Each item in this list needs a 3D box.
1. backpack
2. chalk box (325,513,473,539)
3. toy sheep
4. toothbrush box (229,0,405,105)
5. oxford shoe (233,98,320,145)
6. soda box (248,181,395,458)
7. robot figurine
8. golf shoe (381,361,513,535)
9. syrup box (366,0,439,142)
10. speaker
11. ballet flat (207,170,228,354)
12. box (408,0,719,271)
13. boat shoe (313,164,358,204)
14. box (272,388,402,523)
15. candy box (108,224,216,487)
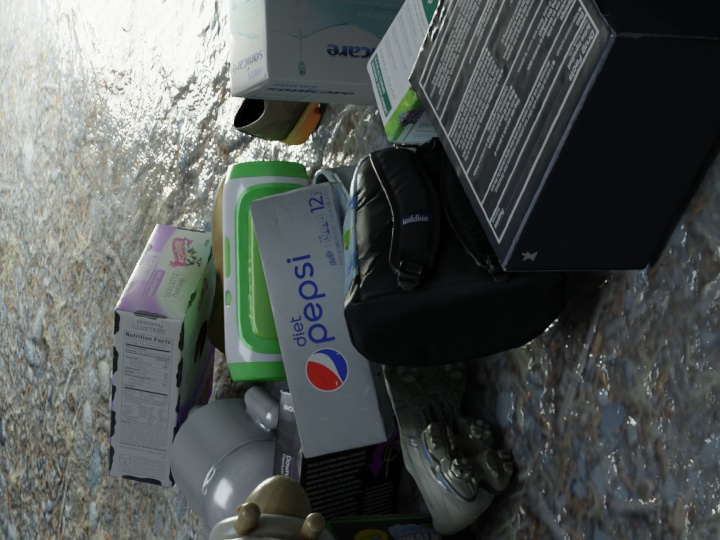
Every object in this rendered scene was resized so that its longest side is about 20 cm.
[{"bbox_3d":[0.057,-0.018,1.392,0.154,0.162,0.201,83,175,-48],"label":"backpack"},{"bbox_3d":[0.030,0.273,1.470,0.200,0.124,0.125,-121,41,-49],"label":"chalk box"},{"bbox_3d":[-0.068,0.249,1.387,0.138,0.137,0.201,-38,39,58],"label":"toy sheep"},{"bbox_3d":[-0.031,-0.246,1.588,0.085,0.145,0.202,-14,77,63],"label":"toothbrush box"},{"bbox_3d":[-0.060,-0.191,1.724,0.201,0.072,0.072,-64,35,40],"label":"oxford shoe"},{"bbox_3d":[-0.028,0.037,1.438,0.063,0.068,0.201,-29,-74,-81],"label":"soda box"},{"bbox_3d":[-0.108,0.193,1.763,0.200,0.112,0.171,42,121,58],"label":"robot figurine"},{"bbox_3d":[0.048,0.117,1.493,0.097,0.078,0.201,115,146,-45],"label":"golf shoe"},{"bbox_3d":[0.083,-0.186,1.424,0.200,0.081,0.079,124,138,-50],"label":"syrup box"},{"bbox_3d":[-0.085,0.002,1.756,0.088,0.088,0.202,-11,79,63],"label":"speaker"},{"bbox_3d":[-0.109,-0.003,1.840,0.063,0.068,0.201,38,132,48],"label":"ballet flat"},{"bbox_3d":[0.143,-0.136,1.252,0.199,0.122,0.201,-112,33,-40],"label":"box"},{"bbox_3d":[0.000,-0.001,1.596,0.070,0.071,0.202,-53,43,50],"label":"boat shoe"},{"bbox_3d":[-0.021,0.189,1.557,0.036,0.143,0.201,15,103,35],"label":"box"},{"bbox_3d":[-0.194,0.083,1.877,0.168,0.071,0.201,-72,-10,-58],"label":"candy box"}]
